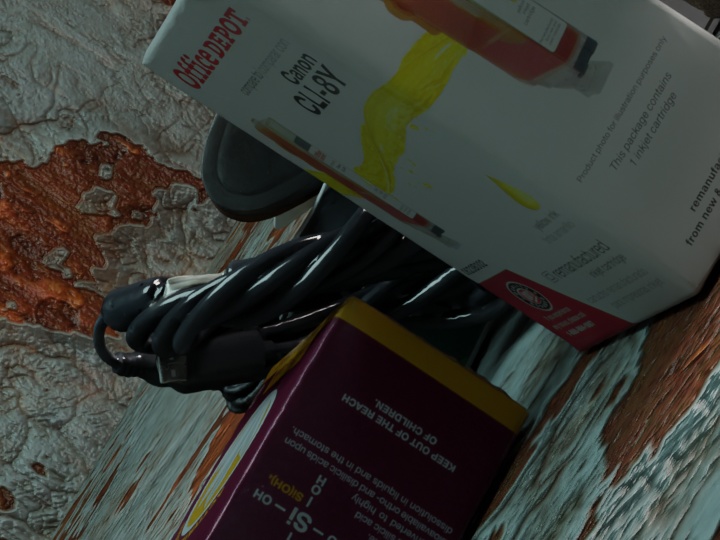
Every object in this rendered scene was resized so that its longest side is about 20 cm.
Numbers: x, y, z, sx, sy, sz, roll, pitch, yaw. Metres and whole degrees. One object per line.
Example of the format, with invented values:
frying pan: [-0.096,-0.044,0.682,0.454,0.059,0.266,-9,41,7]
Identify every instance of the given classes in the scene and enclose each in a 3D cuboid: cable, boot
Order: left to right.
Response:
boot: [-0.016,-0.048,1.410,0.189,0.068,0.200,-59,-12,-32]
cable: [0.000,0.000,1.196,0.199,0.051,0.163,-7,-15,-34]

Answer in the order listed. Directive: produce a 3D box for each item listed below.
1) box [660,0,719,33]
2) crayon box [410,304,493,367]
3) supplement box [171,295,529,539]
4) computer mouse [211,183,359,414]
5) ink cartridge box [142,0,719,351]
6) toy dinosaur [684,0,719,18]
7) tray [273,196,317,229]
box: [0.102,-0.141,1.262,0.060,0.117,0.200,-3,50,59]
crayon box: [-0.018,0.102,1.313,0.127,0.051,0.200,-50,9,49]
supplement box: [-0.031,0.124,1.120,0.200,0.086,0.110,-60,6,-24]
computer mouse: [0.004,-0.016,1.321,0.110,0.044,0.200,-34,-16,-39]
ink cartridge box: [0.033,-0.066,1.036,0.084,0.200,0.145,-58,5,-14]
toy dinosaur: [0.151,-0.136,1.052,0.136,0.086,0.200,-53,8,-34]
tray: [0.013,-0.107,1.513,0.200,0.022,0.108,-47,-32,-50]
